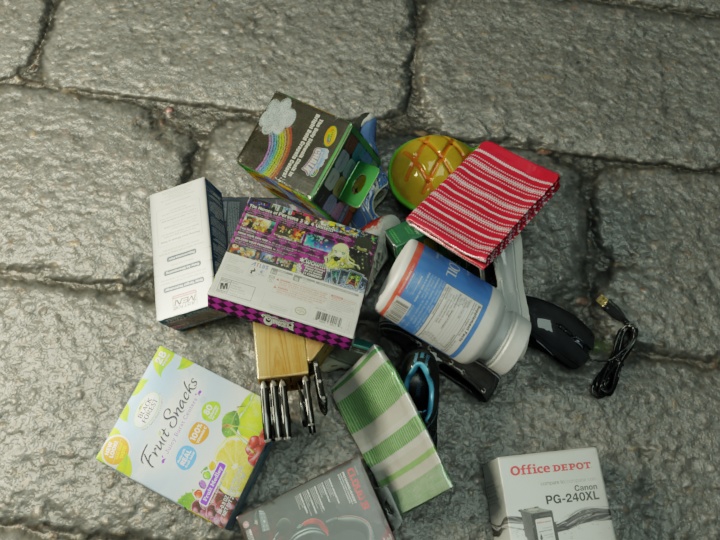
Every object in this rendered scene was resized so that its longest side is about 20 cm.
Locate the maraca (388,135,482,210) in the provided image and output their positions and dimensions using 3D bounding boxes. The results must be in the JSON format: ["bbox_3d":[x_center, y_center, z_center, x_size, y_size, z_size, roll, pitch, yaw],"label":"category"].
[{"bbox_3d":[0.140,-0.149,1.098,0.194,0.107,0.141,0,72,-4],"label":"maraca"}]

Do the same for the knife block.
[{"bbox_3d":[-0.115,0.122,0.928,0.198,0.064,0.176,35,67,14],"label":"knife block"}]

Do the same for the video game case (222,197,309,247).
[{"bbox_3d":[-0.136,-0.046,1.089,0.194,0.019,0.147,1,68,-4],"label":"video game case"}]

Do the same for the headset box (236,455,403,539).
[{"bbox_3d":[-0.041,0.347,0.904,0.196,0.075,0.151,-22,70,-11],"label":"headset box"}]

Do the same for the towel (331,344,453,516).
[{"bbox_3d":[0.034,0.216,0.927,0.023,0.153,0.203,-11,65,-36],"label":"towel"}]

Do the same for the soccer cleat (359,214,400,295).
[{"bbox_3d":[0.000,0.000,1.029,0.200,0.085,0.069,-45,120,-13],"label":"soccer cleat"}]

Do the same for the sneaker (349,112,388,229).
[{"bbox_3d":[0.009,-0.151,1.111,0.075,0.076,0.206,7,78,4],"label":"sneaker"}]

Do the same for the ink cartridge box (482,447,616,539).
[{"bbox_3d":[0.251,0.344,0.917,0.141,0.084,0.205,-4,68,-5],"label":"ink cartridge box"}]

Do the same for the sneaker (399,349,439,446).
[{"bbox_3d":[0.070,0.211,0.941,0.071,0.082,0.206,1,89,6],"label":"sneaker"}]

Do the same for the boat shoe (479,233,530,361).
[{"bbox_3d":[0.200,0.032,1.013,0.067,0.072,0.206,-5,98,-21],"label":"boat shoe"}]

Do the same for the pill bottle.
[{"bbox_3d":[0.125,0.054,0.943,0.197,0.112,0.114,30,68,-3],"label":"pill bottle"}]

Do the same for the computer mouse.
[{"bbox_3d":[0.324,0.079,1.049,0.198,0.046,0.141,36,72,11],"label":"computer mouse"}]

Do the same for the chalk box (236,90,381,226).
[{"bbox_3d":[-0.056,-0.151,1.021,0.197,0.124,0.127,29,86,28],"label":"chalk box"}]

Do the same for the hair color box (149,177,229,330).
[{"bbox_3d":[-0.252,-0.025,1.038,0.097,0.061,0.205,-15,68,13],"label":"hair color box"}]

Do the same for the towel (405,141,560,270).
[{"bbox_3d":[0.177,-0.101,0.996,0.143,0.023,0.200,32,62,28],"label":"towel"}]

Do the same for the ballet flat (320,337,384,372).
[{"bbox_3d":[-0.061,0.112,1.015,0.195,0.067,0.065,20,95,6],"label":"ballet flat"}]

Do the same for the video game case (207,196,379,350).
[{"bbox_3d":[-0.085,-0.001,0.941,0.195,0.036,0.184,16,50,-1],"label":"video game case"}]

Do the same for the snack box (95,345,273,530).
[{"bbox_3d":[-0.225,0.225,0.948,0.196,0.068,0.172,23,69,8],"label":"snack box"}]

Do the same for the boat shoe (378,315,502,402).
[{"bbox_3d":[0.108,0.128,1.010,0.196,0.070,0.067,28,67,0],"label":"boat shoe"}]

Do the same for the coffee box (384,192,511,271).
[{"bbox_3d":[0.135,-0.042,1.047,0.196,0.125,0.044,-25,46,-11],"label":"coffee box"}]
